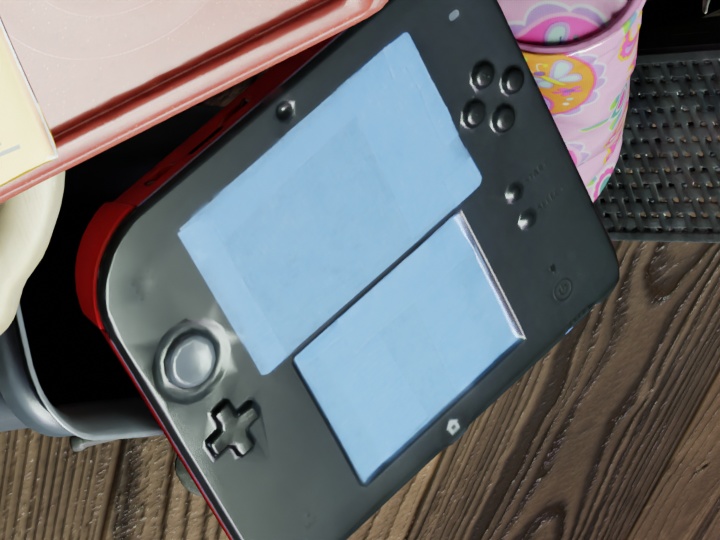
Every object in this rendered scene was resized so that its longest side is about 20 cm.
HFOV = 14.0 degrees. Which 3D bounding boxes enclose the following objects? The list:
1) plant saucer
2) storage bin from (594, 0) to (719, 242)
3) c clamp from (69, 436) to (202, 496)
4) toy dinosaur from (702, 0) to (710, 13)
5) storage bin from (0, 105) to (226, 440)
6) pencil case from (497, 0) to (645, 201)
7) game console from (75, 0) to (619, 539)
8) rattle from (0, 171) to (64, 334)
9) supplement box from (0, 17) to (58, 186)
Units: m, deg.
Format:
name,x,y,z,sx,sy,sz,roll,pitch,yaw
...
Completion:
name,x,y,z,sx,sy,sz,roll,pitch,yaw
plant saucer,-0.085,-0.121,0.926,0.200,0.037,0.200,-28,129,-17
storage bin,0.191,-0.080,1.320,0.135,0.094,0.200,-26,-165,-28
c clamp,-0.040,0.066,1.266,0.171,0.027,0.200,-19,-175,-5
toy dinosaur,0.157,-0.172,1.235,0.200,0.105,0.181,-54,172,17
storage bin,-0.116,0.003,1.157,0.134,0.146,0.200,-17,173,36
pencil case,0.074,-0.087,1.224,0.087,0.087,0.200,-31,162,-9
game console,0.000,0.000,1.101,0.200,0.031,0.177,-41,121,-19
rattle,-0.165,-0.080,1.012,0.130,0.143,0.200,0,110,1
supplement box,-0.214,-0.083,0.707,0.200,0.133,0.197,-29,127,-13
